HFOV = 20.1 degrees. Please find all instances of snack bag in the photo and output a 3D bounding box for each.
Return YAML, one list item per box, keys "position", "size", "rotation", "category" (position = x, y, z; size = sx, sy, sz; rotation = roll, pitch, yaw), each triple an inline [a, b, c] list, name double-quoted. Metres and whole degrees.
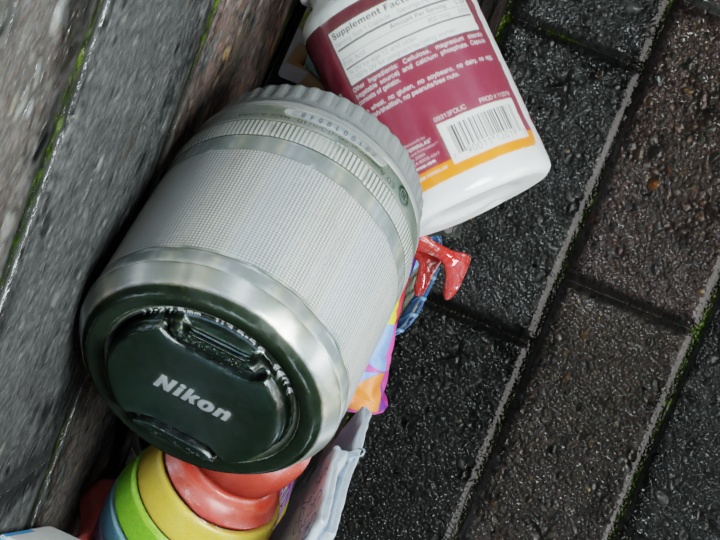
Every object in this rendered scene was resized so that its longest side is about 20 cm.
- position: [-0.054, 0.187, 1.321]
  size: [0.189, 0.021, 0.200]
  rotation: [-57, -176, 22]
  category: "snack bag"

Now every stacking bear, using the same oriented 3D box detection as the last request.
- position: [-0.102, 0.142, 1.296]
  size: [0.200, 0.114, 0.122]
  rotation: [-50, -174, 35]
  category: "stacking bear"

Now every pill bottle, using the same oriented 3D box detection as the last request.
- position: [0.032, -0.131, 1.305]
  size: [0.114, 0.200, 0.114]
  rotation: [-24, 173, -3]
  category: "pill bottle"

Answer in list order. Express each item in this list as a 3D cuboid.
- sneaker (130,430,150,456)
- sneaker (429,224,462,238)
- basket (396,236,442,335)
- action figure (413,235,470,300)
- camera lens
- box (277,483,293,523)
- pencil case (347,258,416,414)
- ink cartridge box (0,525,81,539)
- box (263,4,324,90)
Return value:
- position: [-0.085, 0.056, 1.418]
  size: [0.200, 0.075, 0.114]
  rotation: [-64, -157, -8]
  category: "sneaker"
- position: [0.002, -0.049, 1.646]
  size: [0.200, 0.060, 0.104]
  rotation: [-22, 132, -33]
  category: "sneaker"
- position: [0.011, -0.019, 1.823]
  size: [0.200, 0.139, 0.177]
  rotation: [-32, -159, 40]
  category: "basket"
- position: [-0.022, -0.036, 1.332]
  size: [0.052, 0.200, 0.065]
  rotation: [-62, -154, -6]
  category: "action figure"
- position: [-0.060, 0.006, 1.190]
  size: [0.160, 0.160, 0.200]
  rotation: [107, 7, -46]
  category: "camera lens"
- position: [-0.130, 0.221, 1.724]
  size: [0.176, 0.096, 0.200]
  rotation: [106, 7, -47]
  category: "box"
- position: [0.000, 0.000, 1.429]
  size: [0.088, 0.088, 0.201]
  rotation: [-24, 128, -83]
  category: "pencil case"
- position: [-0.184, 0.269, 1.202]
  size: [0.129, 0.125, 0.200]
  rotation: [46, 68, -83]
  category: "ink cartridge box"
- position: [-0.018, -0.161, 1.493]
  size: [0.117, 0.060, 0.200]
  rotation: [88, 25, -77]
  category: "box"
